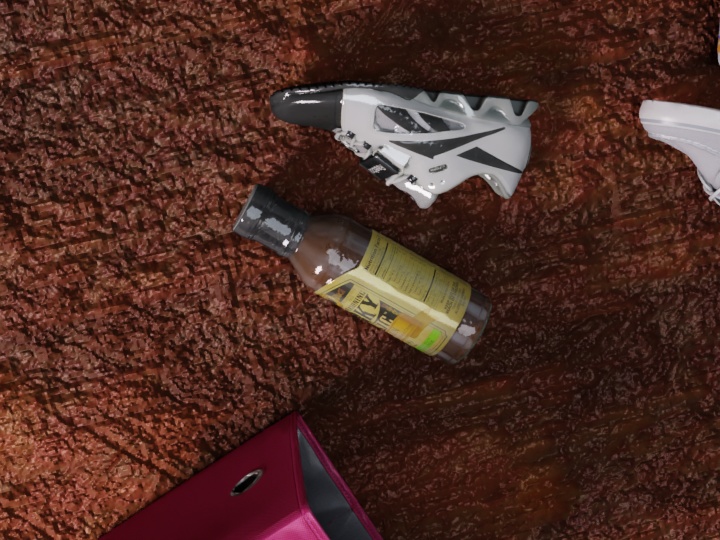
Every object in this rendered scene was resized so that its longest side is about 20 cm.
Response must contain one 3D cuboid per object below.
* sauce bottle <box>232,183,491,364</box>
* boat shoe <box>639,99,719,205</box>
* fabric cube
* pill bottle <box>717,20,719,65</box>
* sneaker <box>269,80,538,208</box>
[{"bbox_3d":[0.000,0.000,0.818,0.199,0.065,0.065,29,96,-8],"label":"sauce bottle"},{"bbox_3d":[0.300,-0.078,0.838,0.199,0.072,0.069,16,97,-18],"label":"boat shoe"},{"bbox_3d":[-0.075,0.257,0.787,0.199,0.196,0.201,-32,102,2],"label":"fabric cube"},{"bbox_3d":[0.323,-0.245,0.784,0.111,0.112,0.201,1,100,-6],"label":"pill bottle"},{"bbox_3d":[0.030,-0.092,0.798,0.199,0.074,0.089,6,97,-7],"label":"sneaker"}]
